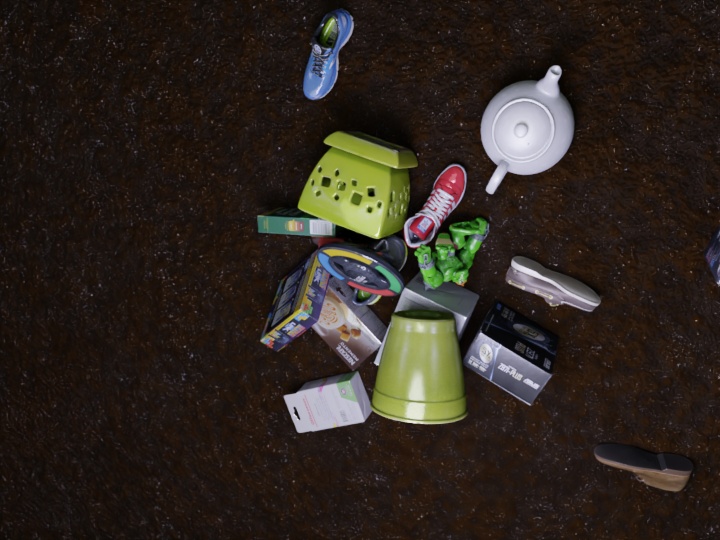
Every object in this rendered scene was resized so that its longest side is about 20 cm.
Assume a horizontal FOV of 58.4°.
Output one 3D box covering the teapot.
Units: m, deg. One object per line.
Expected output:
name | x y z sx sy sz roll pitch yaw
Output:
teapot | 0.320 -0.273 1.266 0.197 0.146 0.201 -13 101 25

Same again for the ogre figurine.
ogre figurine | 0.195 -0.033 1.384 0.098 0.200 0.120 20 132 23

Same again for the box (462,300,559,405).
box | 0.322 0.167 1.367 0.163 0.200 0.086 32 115 10

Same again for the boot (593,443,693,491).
boot | 0.612 0.435 1.412 0.199 0.074 0.076 9 119 16

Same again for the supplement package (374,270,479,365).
supplement package | 0.150 0.132 1.451 0.150 0.152 0.201 25 113 13

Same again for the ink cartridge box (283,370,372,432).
ink cartridge box | -0.084 0.339 1.652 0.199 0.067 0.118 -16 100 24

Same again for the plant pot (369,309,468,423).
plant pot | 0.123 0.183 1.299 0.199 0.200 0.194 5 96 20

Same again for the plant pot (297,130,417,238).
plant pot | 0.008 -0.194 1.389 0.199 0.199 0.182 22 107 14

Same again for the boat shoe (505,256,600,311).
boat shoe | 0.406 0.038 1.370 0.199 0.072 0.060 27 120 16

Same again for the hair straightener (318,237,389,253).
hair straightener | -0.004 -0.055 1.381 0.199 0.077 0.041 -1 90 49

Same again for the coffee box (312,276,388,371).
coffee box | -0.038 0.125 1.562 0.200 0.080 0.114 47 116 3

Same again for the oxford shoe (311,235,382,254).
oxford shoe | -0.044 -0.039 1.484 0.199 0.071 0.073 22 98 37

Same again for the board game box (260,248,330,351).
board game box | -0.146 0.069 1.507 0.057 0.201 0.165 36 131 -22

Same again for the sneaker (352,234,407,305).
sneaker | 0.044 0.008 1.494 0.074 0.081 0.201 31 114 9

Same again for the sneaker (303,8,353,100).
sneaker | -0.085 -0.468 1.396 0.078 0.089 0.201 27 114 13

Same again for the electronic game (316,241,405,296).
electronic game | 0.000 0.000 1.354 0.199 0.200 0.042 17 68 16

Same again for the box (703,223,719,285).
box | 0.710 -0.027 1.157 0.122 0.200 0.107 24 113 13

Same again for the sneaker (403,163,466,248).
sneaker | 0.160 -0.133 1.388 0.071 0.112 0.201 32 115 9

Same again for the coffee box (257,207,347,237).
coffee box | -0.126 -0.115 1.502 0.199 0.123 0.044 4 107 22
